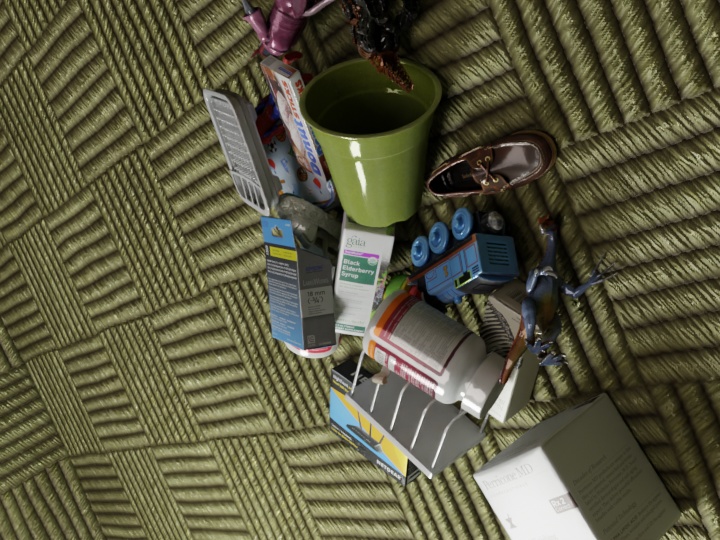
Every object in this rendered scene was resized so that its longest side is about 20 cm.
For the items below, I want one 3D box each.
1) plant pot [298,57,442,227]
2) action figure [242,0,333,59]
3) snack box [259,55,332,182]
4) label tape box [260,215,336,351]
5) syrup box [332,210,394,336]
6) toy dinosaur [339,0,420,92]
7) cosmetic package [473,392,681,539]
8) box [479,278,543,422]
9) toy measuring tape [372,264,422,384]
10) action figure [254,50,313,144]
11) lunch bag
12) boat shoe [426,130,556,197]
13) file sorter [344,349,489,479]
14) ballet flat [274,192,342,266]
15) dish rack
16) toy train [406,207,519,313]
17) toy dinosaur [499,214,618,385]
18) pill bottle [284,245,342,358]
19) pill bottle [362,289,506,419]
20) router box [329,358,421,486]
[{"bbox_3d":[0.022,-0.171,1.393,0.199,0.199,0.191,31,144,34],"label":"plant pot"},{"bbox_3d":[-0.098,-0.377,1.428,0.149,0.133,0.201,54,130,28],"label":"action figure"},{"bbox_3d":[-0.090,-0.222,1.437,0.072,0.024,0.201,34,156,38],"label":"snack box"},{"bbox_3d":[-0.098,0.013,1.535,0.144,0.063,0.203,13,109,64],"label":"label tape box"},{"bbox_3d":[0.000,0.000,1.511,0.078,0.082,0.202,8,126,-3],"label":"syrup box"},{"bbox_3d":[0.031,-0.337,1.347,0.200,0.102,0.136,46,150,13],"label":"toy dinosaur"},{"bbox_3d":[0.301,0.313,1.356,0.201,0.164,0.165,57,142,6],"label":"cosmetic package"},{"bbox_3d":[0.217,0.118,1.415,0.082,0.068,0.202,33,133,31],"label":"box"},{"bbox_3d":[0.053,0.072,1.491,0.073,0.202,0.074,23,160,9],"label":"toy measuring tape"},{"bbox_3d":[-0.129,-0.255,1.511,0.066,0.051,0.200,60,142,13],"label":"action figure"},{"bbox_3d":[-0.090,-0.180,1.594,0.160,0.075,0.201,-35,84,50],"label":"lunch bag"},{"bbox_3d":[0.173,-0.135,1.313,0.199,0.070,0.071,-16,99,51],"label":"boat shoe"},{"bbox_3d":[0.100,0.197,1.548,0.200,0.138,0.125,40,135,27],"label":"file sorter"},{"bbox_3d":[-0.057,-0.053,1.563,0.199,0.072,0.072,30,145,-15],"label":"ballet flat"},{"bbox_3d":[-0.183,-0.196,1.546,0.171,0.043,0.202,33,145,62],"label":"dish rack"},{"bbox_3d":[0.141,-0.012,1.388,0.200,0.086,0.116,-35,55,53],"label":"toy train"},{"bbox_3d":[0.230,0.026,1.280,0.199,0.104,0.183,-29,48,37],"label":"toy dinosaur"},{"bbox_3d":[-0.075,0.045,1.681,0.110,0.110,0.202,37,136,29],"label":"pill bottle"},{"bbox_3d":[0.110,0.120,1.384,0.199,0.109,0.110,31,134,19],"label":"pill bottle"},{"bbox_3d":[0.028,0.272,1.746,0.199,0.051,0.151,30,131,36],"label":"router box"}]
